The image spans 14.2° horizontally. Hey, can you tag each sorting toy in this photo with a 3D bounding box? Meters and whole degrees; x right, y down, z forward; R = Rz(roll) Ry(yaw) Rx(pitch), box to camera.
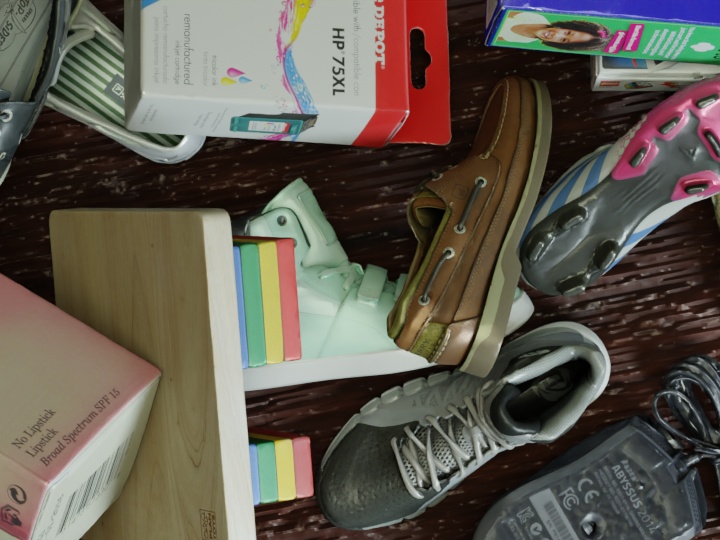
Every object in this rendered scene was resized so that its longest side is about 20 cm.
[{"bbox_3d":[-0.101,0.062,1.690,0.069,0.199,0.201,-7,95,-31],"label":"sorting toy"}]

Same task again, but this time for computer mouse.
[{"bbox_3d":[0.153,0.150,1.762,0.200,0.053,0.139,-26,94,-11],"label":"computer mouse"}]

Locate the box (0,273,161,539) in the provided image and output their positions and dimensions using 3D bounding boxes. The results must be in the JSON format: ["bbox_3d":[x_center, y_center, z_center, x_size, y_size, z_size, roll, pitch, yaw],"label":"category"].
[{"bbox_3d":[-0.235,0.075,1.639,0.200,0.128,0.109,30,130,11],"label":"box"}]

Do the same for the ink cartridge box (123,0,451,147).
[{"bbox_3d":[-0.037,-0.139,1.704,0.199,0.067,0.117,2,73,-13],"label":"ink cartridge box"}]

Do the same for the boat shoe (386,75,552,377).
[{"bbox_3d":[0.064,-0.037,1.704,0.068,0.072,0.200,17,57,-7],"label":"boat shoe"}]

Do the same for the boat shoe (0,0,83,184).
[{"bbox_3d":[-0.215,-0.107,1.652,0.074,0.066,0.200,32,72,0],"label":"boat shoe"}]

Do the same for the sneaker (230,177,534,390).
[{"bbox_3d":[0.000,0.000,1.735,0.200,0.074,0.119,-9,98,2],"label":"sneaker"}]

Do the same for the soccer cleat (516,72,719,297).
[{"bbox_3d":[0.170,-0.064,1.721,0.200,0.086,0.070,-36,109,13],"label":"soccer cleat"}]

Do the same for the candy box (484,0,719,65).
[{"bbox_3d":[0.177,-0.211,1.672,0.199,0.077,0.170,4,78,-3],"label":"candy box"}]

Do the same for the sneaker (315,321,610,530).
[{"bbox_3d":[0.060,0.092,1.721,0.200,0.115,0.075,-32,92,0],"label":"sneaker"}]

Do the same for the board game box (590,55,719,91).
[{"bbox_3d":[0.200,-0.207,1.733,0.126,0.035,0.201,1,78,-1],"label":"board game box"}]

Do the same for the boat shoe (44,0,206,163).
[{"bbox_3d":[-0.177,-0.134,1.733,0.200,0.067,0.074,29,91,-2],"label":"boat shoe"}]

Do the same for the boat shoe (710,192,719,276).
[{"bbox_3d":[0.241,-0.056,1.746,0.073,0.063,0.201,-2,92,-1],"label":"boat shoe"}]
